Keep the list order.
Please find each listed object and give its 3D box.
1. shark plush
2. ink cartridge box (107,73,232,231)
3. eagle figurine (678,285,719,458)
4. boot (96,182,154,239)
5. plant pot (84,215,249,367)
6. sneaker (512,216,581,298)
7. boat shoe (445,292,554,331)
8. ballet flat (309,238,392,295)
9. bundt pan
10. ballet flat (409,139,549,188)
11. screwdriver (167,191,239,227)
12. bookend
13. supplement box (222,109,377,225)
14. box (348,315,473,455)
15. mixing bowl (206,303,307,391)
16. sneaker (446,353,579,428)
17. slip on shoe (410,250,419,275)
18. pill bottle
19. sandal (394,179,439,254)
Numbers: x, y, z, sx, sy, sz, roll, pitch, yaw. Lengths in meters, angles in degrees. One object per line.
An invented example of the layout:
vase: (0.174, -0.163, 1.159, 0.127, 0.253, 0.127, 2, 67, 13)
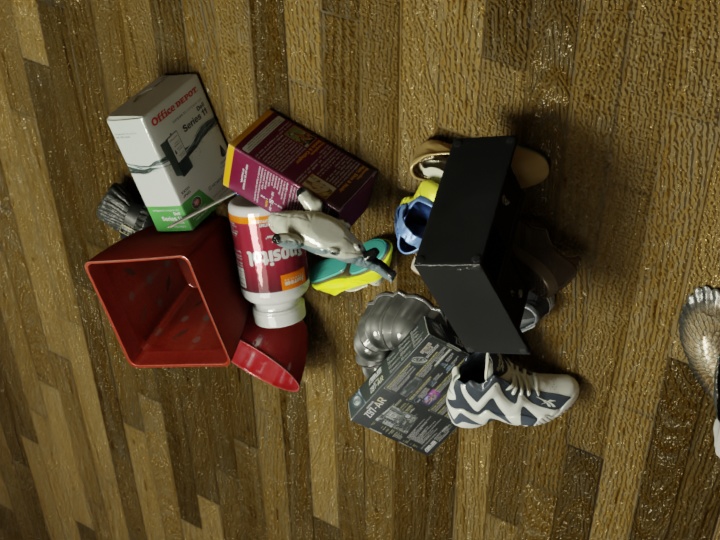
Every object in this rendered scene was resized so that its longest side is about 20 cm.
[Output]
shark plush: (-0.038, -0.046, 1.656, 0.197, 0.092, 0.083, 15, 159, -1)
ink cartridge box: (-0.286, -0.184, 1.810, 0.082, 0.147, 0.202, 2, 126, 36)
eagle figurine: (0.481, 0.134, 1.497, 0.200, 0.152, 0.151, 41, 151, -15)
boot: (-0.365, -0.100, 1.995, 0.158, 0.080, 0.211, 44, 140, -2)
plant pot: (-0.280, 0.020, 1.852, 0.197, 0.177, 0.202, -3, 121, 27)
sneaker: (0.217, -0.042, 1.603, 0.200, 0.075, 0.071, 47, 156, 30)
boat shoe: (0.192, 0.070, 1.706, 0.198, 0.068, 0.072, -13, 115, 44)
ballet flat: (0.000, 0.000, 1.814, 0.067, 0.067, 0.199, 37, 147, -27)
bundt pan: (0.071, 0.136, 1.855, 0.200, 0.076, 0.204, 22, 136, 23)
ballet flat: (0.155, -0.132, 1.569, 0.198, 0.063, 0.069, 8, 130, 33)
screwdriver: (-0.207, -0.111, 1.791, 0.028, 0.198, 0.029, 58, 172, 10)
bookend: (0.168, -0.030, 1.497, 0.091, 0.201, 0.201, 0, 144, 29)
supplement box: (-0.090, -0.137, 1.723, 0.198, 0.110, 0.086, 31, 139, 13)
box: (0.101, 0.180, 1.774, 0.159, 0.044, 0.200, 27, 118, -26)
mixing bowl: (-0.163, 0.105, 1.964, 0.198, 0.109, 0.201, 27, 162, 9)
sneaker: (0.220, 0.158, 1.697, 0.196, 0.080, 0.131, -4, 136, 8)
slip on shoe: (0.133, -0.021, 1.593, 0.075, 0.199, 0.061, 27, 102, 28)
pill bottle: (-0.139, -0.019, 1.828, 0.112, 0.113, 0.203, 6, 114, 34)
sandal: (0.077, -0.060, 1.642, 0.079, 0.088, 0.200, 33, 165, 4)
